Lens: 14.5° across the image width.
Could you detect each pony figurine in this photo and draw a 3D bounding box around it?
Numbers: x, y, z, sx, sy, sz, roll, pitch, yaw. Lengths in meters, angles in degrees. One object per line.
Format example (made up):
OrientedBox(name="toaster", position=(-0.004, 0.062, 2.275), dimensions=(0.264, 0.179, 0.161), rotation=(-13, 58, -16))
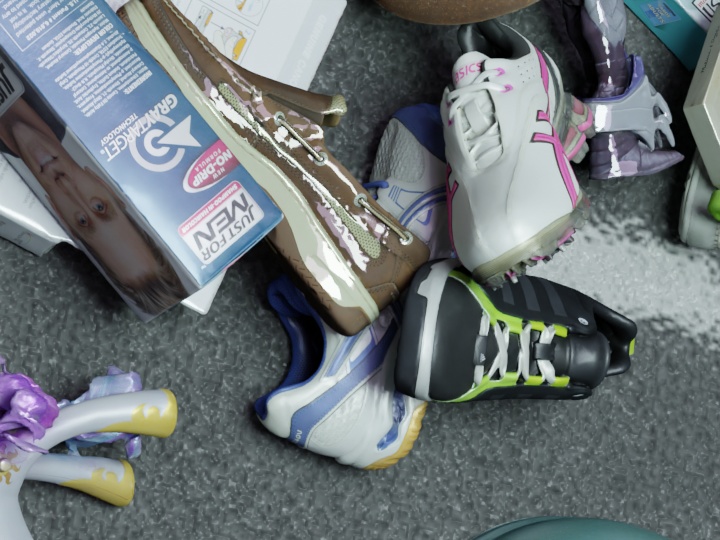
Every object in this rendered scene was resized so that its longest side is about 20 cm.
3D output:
OrientedBox(name="pony figurine", position=(-0.184, 0.101, 1.360), dimensions=(0.200, 0.167, 0.193), rotation=(-2, 87, -37))

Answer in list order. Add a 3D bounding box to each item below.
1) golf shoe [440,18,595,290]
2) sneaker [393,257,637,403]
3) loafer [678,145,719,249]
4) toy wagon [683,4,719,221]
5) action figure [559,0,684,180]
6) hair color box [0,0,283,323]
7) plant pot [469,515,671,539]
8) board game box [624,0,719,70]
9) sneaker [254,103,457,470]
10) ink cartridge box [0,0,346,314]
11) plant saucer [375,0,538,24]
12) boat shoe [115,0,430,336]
OrientedBox(name="golf shoe", position=(0.067, -0.061, 1.428), dimensions=(0.073, 0.200, 0.092), rotation=(-31, 110, 18))
OrientedBox(name="sneaker", position=(0.087, 0.032, 1.453), dimensions=(0.200, 0.083, 0.072), rotation=(-7, 106, -63))
OrientedBox(name="loafer", position=(0.241, -0.091, 1.592), dimensions=(0.070, 0.070, 0.200), rotation=(26, 68, 13))
OrientedBox(name="toy wagon", position=(0.272, -0.075, 1.554), dimensions=(0.200, 0.040, 0.155), rotation=(25, 75, -21))
OrientedBox(name="action figure", position=(0.125, -0.152, 1.539), dimensions=(0.069, 0.130, 0.200), rotation=(-18, 103, -12))
OrientedBox(name="hair color box", position=(-0.135, -0.075, 1.382), dimensions=(0.061, 0.100, 0.200), rotation=(-42, 95, -22))
OrientedBox(name="plant pot", position=(0.131, 0.220, 1.454), dimensions=(0.200, 0.134, 0.200), rotation=(4, 78, -20))
OrientedBox(name="board game box", position=(0.172, -0.239, 1.613), dimensions=(0.200, 0.047, 0.151), rotation=(44, 67, -8))
OrientedBox(name="sneaker", position=(0.000, 0.000, 1.480), dimensions=(0.088, 0.075, 0.200), rotation=(16, 73, -17))
OrientedBox(name="ink cartridge box", position=(-0.123, -0.097, 1.469), dimensions=(0.174, 0.044, 0.200), rotation=(29, 70, -14))
OrientedBox(name="plant saucer", position=(0.070, -0.223, 1.493), dimensions=(0.037, 0.200, 0.200), rotation=(44, 62, -46))
OrientedBox(name="boat shoe", position=(-0.041, -0.066, 1.426), dimensions=(0.075, 0.075, 0.202), rotation=(-38, 98, -7))
